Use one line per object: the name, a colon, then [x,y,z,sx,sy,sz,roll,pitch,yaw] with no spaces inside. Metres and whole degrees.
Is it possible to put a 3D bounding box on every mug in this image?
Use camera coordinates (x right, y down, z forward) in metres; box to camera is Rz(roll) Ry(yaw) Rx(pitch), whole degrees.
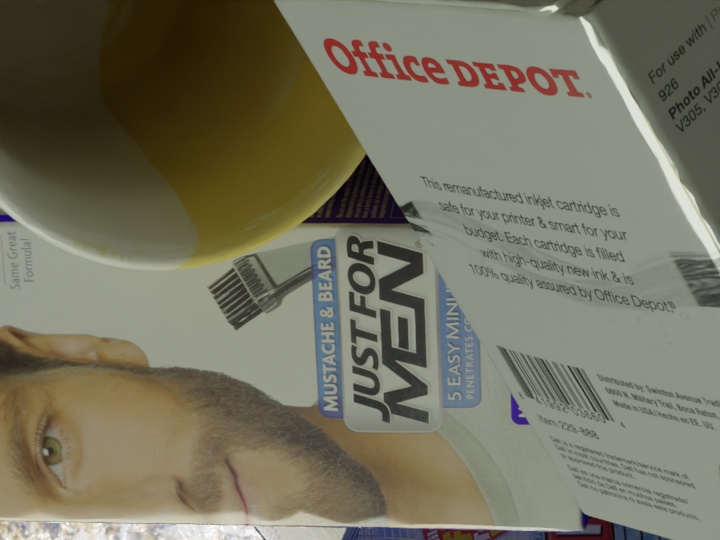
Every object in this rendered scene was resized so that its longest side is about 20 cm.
mug: [-0.071,-0.077,0.847,0.187,0.149,0.153,50,170,-25]

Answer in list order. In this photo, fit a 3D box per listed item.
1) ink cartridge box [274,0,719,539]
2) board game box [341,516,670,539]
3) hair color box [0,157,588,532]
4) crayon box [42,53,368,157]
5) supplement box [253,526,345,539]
ink cartridge box: [0.085,-0.019,0.740,0.146,0.084,0.201,13,140,55]
board game box: [0.085,0.044,0.946,0.199,0.201,0.062,-11,163,24]
hair color box: [-0.025,0.023,0.875,0.199,0.110,0.065,1,-156,8]
crayon box: [-0.081,-0.037,0.980,0.199,0.059,0.119,11,177,-2]
supplement box: [0.033,0.095,1.282,0.200,0.134,0.200,49,164,18]
